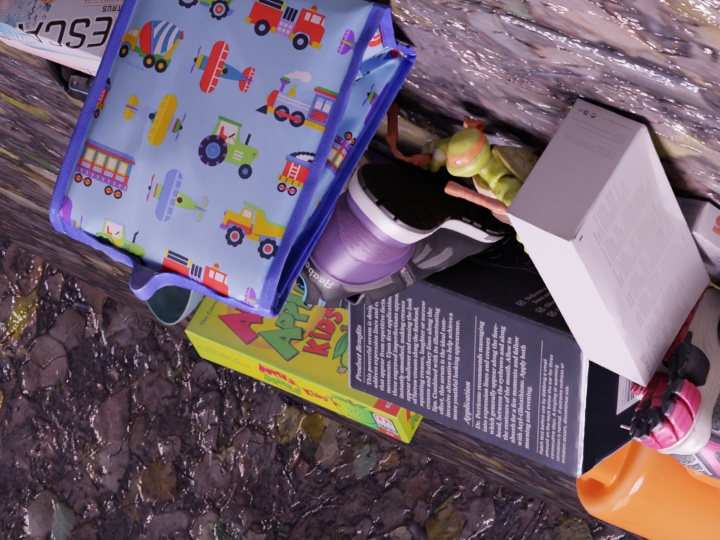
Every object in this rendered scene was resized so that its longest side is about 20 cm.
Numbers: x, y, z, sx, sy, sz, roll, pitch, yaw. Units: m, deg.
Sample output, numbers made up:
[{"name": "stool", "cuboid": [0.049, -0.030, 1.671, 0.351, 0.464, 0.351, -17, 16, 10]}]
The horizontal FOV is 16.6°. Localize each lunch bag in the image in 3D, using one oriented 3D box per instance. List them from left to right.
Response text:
[{"name": "lunch bag", "cuboid": [-0.082, -0.075, 1.408, 0.150, 0.201, 0.094, 23, 172, 17]}]

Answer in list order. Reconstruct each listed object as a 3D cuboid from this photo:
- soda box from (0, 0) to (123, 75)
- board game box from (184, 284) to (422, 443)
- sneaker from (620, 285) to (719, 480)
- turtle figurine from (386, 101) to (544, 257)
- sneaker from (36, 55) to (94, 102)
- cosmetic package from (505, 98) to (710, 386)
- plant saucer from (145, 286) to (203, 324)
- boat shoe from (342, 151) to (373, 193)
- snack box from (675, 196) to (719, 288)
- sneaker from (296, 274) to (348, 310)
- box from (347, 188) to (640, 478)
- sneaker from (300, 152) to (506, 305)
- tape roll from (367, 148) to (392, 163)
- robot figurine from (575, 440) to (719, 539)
[{"name": "soda box", "cuboid": [-0.160, -0.160, 1.608, 0.200, 0.064, 0.068, 20, 171, 29]}, {"name": "board game box", "cuboid": [-0.028, 0.050, 1.964, 0.200, 0.102, 0.048, 21, 159, 25]}, {"name": "sneaker", "cuboid": [0.214, 0.076, 1.537, 0.075, 0.081, 0.200, 33, -156, -3]}, {"name": "turtle figurine", "cuboid": [0.099, -0.046, 1.551, 0.161, 0.064, 0.200, 42, 180, -32]}, {"name": "sneaker", "cuboid": [-0.161, -0.133, 1.758, 0.078, 0.070, 0.200, 22, 178, -37]}, {"name": "cosmetic package", "cuboid": [0.147, -0.013, 1.445, 0.051, 0.083, 0.200, 24, 164, 28]}, {"name": "plant saucer", "cuboid": [-0.143, -0.060, 1.865, 0.027, 0.201, 0.200, -7, -176, -20]}, {"name": "boat shoe", "cuboid": [-0.035, -0.077, 1.579, 0.072, 0.065, 0.200, 53, 169, 23]}, {"name": "snack box", "cuboid": [0.251, 0.004, 1.561, 0.200, 0.024, 0.072, 31, 169, -36]}, {"name": "sneaker", "cuboid": [0.000, 0.000, 1.773, 0.082, 0.073, 0.200, -22, 141, 18]}, {"name": "box", "cuboid": [0.111, 0.037, 1.677, 0.200, 0.107, 0.148, 21, -148, 35]}, {"name": "sneaker", "cuboid": [0.020, -0.021, 1.591, 0.076, 0.088, 0.200, 49, -160, 18]}, {"name": "tape roll", "cuboid": [-0.030, -0.058, 1.891, 0.200, 0.066, 0.200, 25, 173, 3]}, {"name": "robot figurine", "cuboid": [0.234, 0.141, 1.766, 0.199, 0.117, 0.144, 23, 136, -17]}]
